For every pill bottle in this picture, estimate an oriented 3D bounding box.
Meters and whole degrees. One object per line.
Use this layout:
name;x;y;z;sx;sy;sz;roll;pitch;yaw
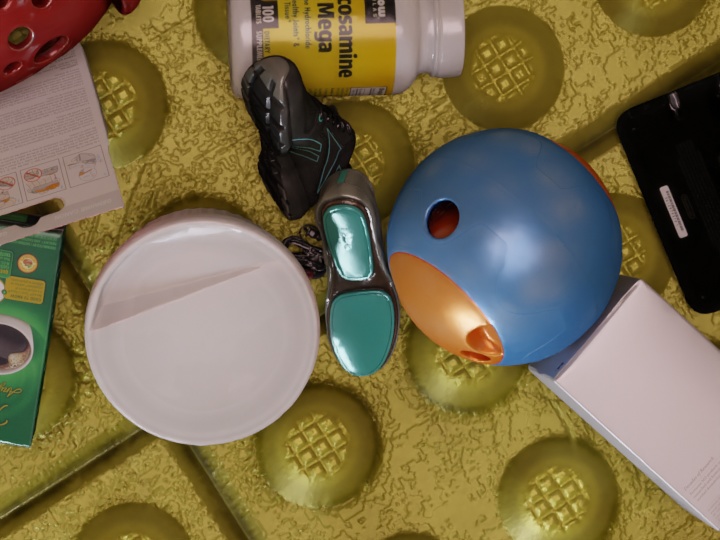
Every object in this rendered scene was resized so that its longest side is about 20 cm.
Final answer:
pill bottle;-0.014;-0.206;1.609;0.199;0.112;0.113;-3;94;-5

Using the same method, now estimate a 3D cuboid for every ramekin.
ramekin;-0.135;0.038;1.603;0.201;0.094;0.203;-2;109;-5

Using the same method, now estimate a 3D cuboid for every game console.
game console;0.355;-0.087;1.697;0.175;0.116;0.201;-21;95;27

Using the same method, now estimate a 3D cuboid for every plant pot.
plant pot;-0.285;-0.262;1.542;0.182;0.200;0.201;-25;95;-10

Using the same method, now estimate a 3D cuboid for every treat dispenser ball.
treat dispenser ball;0.121;-0.020;1.587;0.200;0.201;0.202;0;93;-5

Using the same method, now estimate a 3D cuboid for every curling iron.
curling iron;-0.119;-0.012;1.653;0.199;0.026;0.050;-3;100;-6

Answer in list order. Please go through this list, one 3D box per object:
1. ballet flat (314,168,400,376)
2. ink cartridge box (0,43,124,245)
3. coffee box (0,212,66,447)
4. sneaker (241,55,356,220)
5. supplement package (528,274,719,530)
ballet flat;0.000;0.000;1.637;0.067;0.064;0.201;-1;127;8
ink cartridge box;-0.286;-0.090;1.565;0.160;0.050;0.201;-18;53;-4
coffee box;-0.326;0.046;1.606;0.122;0.044;0.201;8;107;-6
sneaker;-0.050;-0.124;1.586;0.079;0.200;0.076;-27;63;-12
supplement package;0.267;0.111;1.648;0.200;0.121;0.120;41;89;-7
